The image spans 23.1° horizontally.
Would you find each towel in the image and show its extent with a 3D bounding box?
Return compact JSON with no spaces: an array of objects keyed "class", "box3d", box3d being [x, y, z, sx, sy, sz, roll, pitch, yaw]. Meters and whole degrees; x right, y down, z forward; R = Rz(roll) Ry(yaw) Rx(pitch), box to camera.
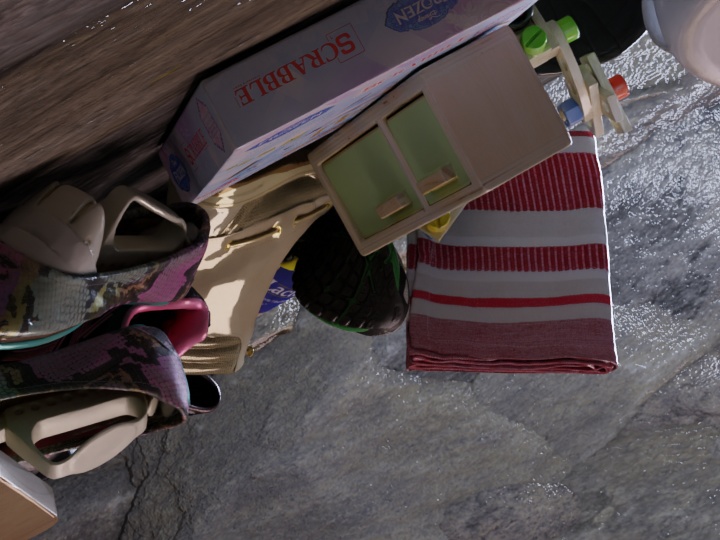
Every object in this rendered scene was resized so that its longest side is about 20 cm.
[{"class":"towel","box3d":[0.102,-0.018,1.237,0.143,0.201,0.023,1,147,0]}]

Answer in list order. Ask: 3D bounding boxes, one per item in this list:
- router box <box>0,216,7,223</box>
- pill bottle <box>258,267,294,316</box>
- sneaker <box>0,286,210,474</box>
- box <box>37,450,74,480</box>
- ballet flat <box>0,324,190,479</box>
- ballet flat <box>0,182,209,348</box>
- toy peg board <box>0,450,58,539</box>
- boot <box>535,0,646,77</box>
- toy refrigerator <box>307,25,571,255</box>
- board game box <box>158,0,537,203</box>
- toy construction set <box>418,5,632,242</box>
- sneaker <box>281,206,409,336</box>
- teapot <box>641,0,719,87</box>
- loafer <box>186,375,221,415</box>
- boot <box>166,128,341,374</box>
[{"class":"router box","box3d":[-0.272,0.042,0.963,0.200,0.052,0.157,-29,180,26]},{"class":"pill bottle","box3d":[-0.063,-0.040,1.556,0.200,0.116,0.116,-29,180,33]},{"class":"sneaker","box3d":[-0.165,0.068,1.013,0.200,0.079,0.095,-45,-143,-23]},{"class":"box","box3d":[-0.313,0.117,1.380,0.200,0.148,0.104,-28,-179,18]},{"class":"ballet flat","box3d":[-0.182,0.083,0.924,0.199,0.071,0.069,-15,139,-22]},{"class":"ballet flat","box3d":[-0.142,-0.011,0.916,0.200,0.069,0.071,-13,134,-63]},{"class":"toy peg board","box3d":[-0.277,0.080,0.793,0.200,0.098,0.199,-27,145,8]},{"class":"boot","box3d":[0.170,-0.193,1.394,0.203,0.074,0.154,-29,-177,-21]},{"class":"toy refrigerator","box3d":[0.038,-0.069,1.032,0.070,0.076,0.200,-29,-178,-22]},{"class":"board game box","box3d":[-0.008,-0.110,0.977,0.200,0.041,0.199,-29,-179,-15]},{"class":"toy construction set","box3d":[0.098,-0.114,1.227,0.200,0.131,0.092,-26,168,-20]},{"class":"sneaker","box3d":[0.000,0.000,1.239,0.078,0.085,0.200,-51,-158,5]},{"class":"teapot","box3d":[0.264,-0.209,1.086,0.199,0.147,0.197,-12,154,12]},{"class":"loafer","box3d":[-0.162,0.049,1.159,0.063,0.072,0.200,5,160,32]},{"class":"boot","box3d":[-0.067,-0.017,1.167,0.200,0.073,0.156,-23,136,-54]}]
